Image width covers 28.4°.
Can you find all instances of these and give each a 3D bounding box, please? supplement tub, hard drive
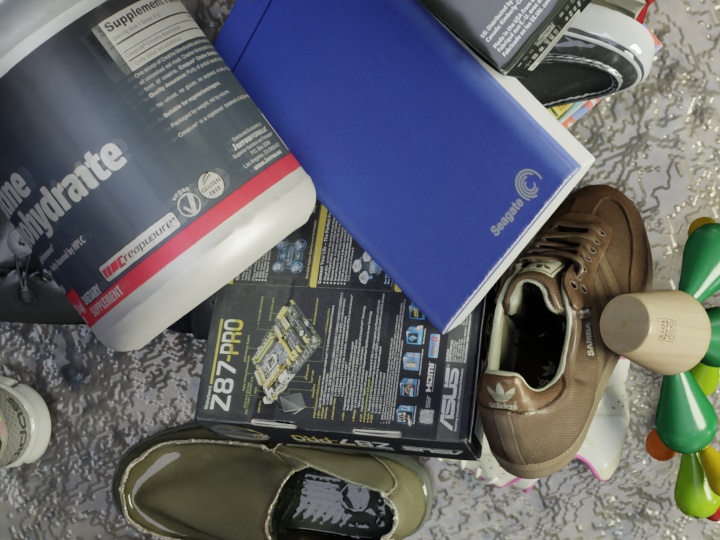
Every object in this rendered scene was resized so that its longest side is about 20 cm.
[{"bbox_3d":[-0.130,-0.073,0.738,0.140,0.140,0.201,-36,93,8],"label":"supplement tub"},{"bbox_3d":[0.011,-0.081,0.733,0.200,0.025,0.132,47,132,12],"label":"hard drive"}]

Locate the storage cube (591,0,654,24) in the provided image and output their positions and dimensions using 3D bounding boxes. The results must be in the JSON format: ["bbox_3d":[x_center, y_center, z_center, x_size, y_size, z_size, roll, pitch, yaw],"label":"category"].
[{"bbox_3d":[0.105,-0.243,0.750,0.198,0.171,0.181,22,97,6],"label":"storage cube"}]

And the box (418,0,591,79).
[{"bbox_3d":[0.029,-0.191,0.605,0.200,0.149,0.125,41,101,3],"label":"box"}]

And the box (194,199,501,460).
[{"bbox_3d":[0.000,0.000,0.811,0.160,0.049,0.202,3,72,14],"label":"box"}]

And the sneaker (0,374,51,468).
[{"bbox_3d":[-0.295,0.081,0.876,0.198,0.087,0.074,16,95,6],"label":"sneaker"}]

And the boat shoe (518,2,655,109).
[{"bbox_3d":[0.057,-0.101,0.769,0.198,0.072,0.068,4,63,19],"label":"boat shoe"}]

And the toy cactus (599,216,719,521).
[{"bbox_3d":[0.192,0.042,0.780,0.102,0.164,0.202,24,100,40],"label":"toy cactus"}]

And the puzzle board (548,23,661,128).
[{"bbox_3d":[0.059,-0.161,0.855,0.150,0.017,0.200,-41,87,7],"label":"puzzle board"}]

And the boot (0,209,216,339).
[{"bbox_3d":[-0.174,-0.047,0.871,0.198,0.066,0.167,6,92,11],"label":"boot"}]

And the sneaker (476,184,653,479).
[{"bbox_3d":[0.113,0.014,0.776,0.070,0.076,0.201,2,49,24],"label":"sneaker"}]

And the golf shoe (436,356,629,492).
[{"bbox_3d":[0.063,0.092,0.842,0.198,0.075,0.092,-7,98,10],"label":"golf shoe"}]

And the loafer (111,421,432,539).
[{"bbox_3d":[-0.057,0.133,0.859,0.198,0.070,0.076,0,93,7],"label":"loafer"}]
